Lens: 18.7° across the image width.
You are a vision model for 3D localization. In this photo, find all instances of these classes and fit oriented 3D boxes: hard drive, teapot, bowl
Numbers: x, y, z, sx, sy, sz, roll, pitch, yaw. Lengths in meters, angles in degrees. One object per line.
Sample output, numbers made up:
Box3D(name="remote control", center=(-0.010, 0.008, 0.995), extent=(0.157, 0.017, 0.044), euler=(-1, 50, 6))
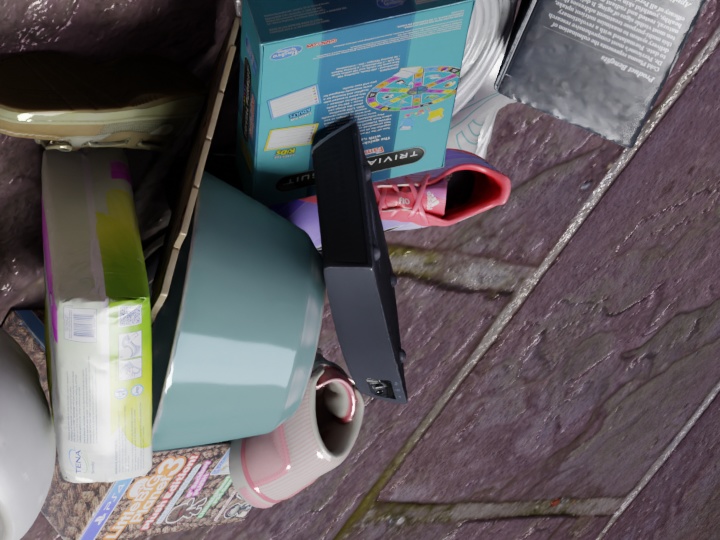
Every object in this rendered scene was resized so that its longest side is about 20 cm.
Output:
Box3D(name="hard drive", center=(0.000, 0.000, 1.560), extent=(0.042, 0.136, 0.201), euler=(-9, 149, 4))
Box3D(name="teapot", center=(-0.289, 0.096, 1.510), extent=(0.198, 0.199, 0.147), euler=(47, 47, -34))
Box3D(name="bowl", center=(-0.087, 0.036, 1.540), extent=(0.104, 0.202, 0.202), euler=(10, 132, -9))

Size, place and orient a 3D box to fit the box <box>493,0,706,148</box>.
Box3D(name="box", center=(0.202, -0.239, 1.665), extent=(0.201, 0.123, 0.198), euler=(-69, -176, -53))

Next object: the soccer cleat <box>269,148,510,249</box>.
Box3D(name="soccer cleat", center=(0.021, -0.055, 1.660), extent=(0.198, 0.076, 0.067), euler=(-12, 104, -32))

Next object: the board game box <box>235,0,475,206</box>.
Box3D(name="board game box", center=(-0.008, -0.130, 1.515), extent=(0.150, 0.047, 0.201), euler=(-13, 151, -13))

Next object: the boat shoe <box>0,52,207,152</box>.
Box3D(name="boat shoe", center=(-0.183, -0.104, 1.464), extent=(0.200, 0.073, 0.063), euler=(-15, 137, -56))

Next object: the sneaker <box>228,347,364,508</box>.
Box3D(name="sneaker", center=(-0.043, 0.074, 1.649), extent=(0.104, 0.202, 0.075), euler=(-27, 137, 35))

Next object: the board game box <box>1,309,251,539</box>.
Box3D(name="board game box", center=(-0.176, 0.115, 1.677), extent=(0.199, 0.160, 0.097), euler=(0, 130, -53))

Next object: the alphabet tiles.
Box3D(name="alphabet tiles", center=(-0.114, -0.066, 1.486), extent=(0.166, 0.006, 0.202), euler=(132, -27, -72))

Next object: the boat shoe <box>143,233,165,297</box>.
Box3D(name="boat shoe", center=(-0.102, 0.000, 1.727), extent=(0.199, 0.063, 0.073), euler=(-17, 142, -43))

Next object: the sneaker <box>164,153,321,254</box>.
Box3D(name="sneaker", center=(-0.075, -0.045, 1.694), extent=(0.199, 0.083, 0.072), euler=(14, 89, -34))

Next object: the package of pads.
Box3D(name="package of pads", center=(-0.181, 0.029, 1.482), extent=(0.067, 0.201, 0.156), euler=(-3, 123, -9))

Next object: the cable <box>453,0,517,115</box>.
Box3D(name="cable", center=(0.029, -0.178, 1.633), extent=(0.199, 0.069, 0.201), euler=(-34, 149, -21))

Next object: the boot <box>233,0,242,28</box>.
Box3D(name="boot", center=(-0.074, -0.218, 1.438), extent=(0.096, 0.073, 0.201), euler=(-43, 150, -43))

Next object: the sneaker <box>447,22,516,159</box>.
Box3D(name="sneaker", center=(0.077, -0.137, 1.801), extent=(0.079, 0.071, 0.201), euler=(7, 138, -22))
